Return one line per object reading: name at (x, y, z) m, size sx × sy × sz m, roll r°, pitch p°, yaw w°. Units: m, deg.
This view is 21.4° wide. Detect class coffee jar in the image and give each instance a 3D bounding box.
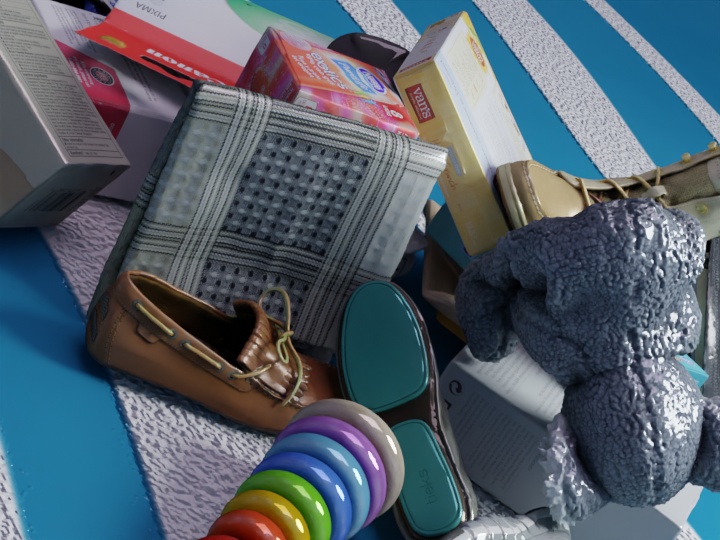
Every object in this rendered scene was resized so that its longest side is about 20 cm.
coffee jar at (-0.001, -0.112, 1.509) m, size 0.085 × 0.104 × 0.200 m, roll 18°, pitch -12°, yaw 3°

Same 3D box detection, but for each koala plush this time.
koala plush at (0.173, 0.067, 1.276) m, size 0.177 × 0.184 × 0.200 m, roll -7°, pitch 75°, yaw -11°

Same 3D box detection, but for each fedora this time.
fedora at (0.259, 0.055, 1.597) m, size 0.091 × 0.201 × 0.201 m, roll 0°, pitch 23°, yaw 12°

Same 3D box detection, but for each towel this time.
towel at (-0.062, -0.020, 1.278) m, size 0.192 × 0.200 × 0.035 m, roll 14°, pitch 29°, yaw -27°

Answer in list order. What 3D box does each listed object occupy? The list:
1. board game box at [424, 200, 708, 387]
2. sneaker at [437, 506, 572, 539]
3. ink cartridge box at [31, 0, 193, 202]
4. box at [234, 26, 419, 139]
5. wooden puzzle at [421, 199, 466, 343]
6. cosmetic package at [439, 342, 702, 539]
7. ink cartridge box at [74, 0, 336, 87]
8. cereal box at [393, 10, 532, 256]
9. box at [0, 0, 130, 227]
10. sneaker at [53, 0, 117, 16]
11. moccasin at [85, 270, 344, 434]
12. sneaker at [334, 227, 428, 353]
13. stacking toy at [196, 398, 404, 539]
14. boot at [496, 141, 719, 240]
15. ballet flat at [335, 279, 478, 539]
board game box at (0.161, 0.026, 1.487) m, size 0.200 × 0.047 × 0.151 m, roll 47°, pitch 16°, yaw 33°
sneaker at (0.107, 0.214, 1.197) m, size 0.116 × 0.075 × 0.200 m, roll 46°, pitch 28°, yaw 22°
ink cartridge box at (-0.166, -0.121, 1.469) m, size 0.200 × 0.084 × 0.145 m, roll 12°, pitch 31°, yaw -35°
box at (-0.057, -0.054, 1.338) m, size 0.103 × 0.200 × 0.095 m, roll 18°, pitch 27°, yaw -29°
wooden puzzle at (0.117, 0.039, 1.532) m, size 0.185 × 0.037 × 0.200 m, roll 38°, pitch 18°, yaw -15°
cosmetic package at (0.143, 0.133, 1.379) m, size 0.200 × 0.071 × 0.101 m, roll 36°, pitch 25°, yaw 8°
ink cartridge box at (-0.112, -0.178, 1.454) m, size 0.161 × 0.050 × 0.200 m, roll 25°, pitch 14°, yaw 4°
cereal box at (0.081, -0.107, 1.424) m, size 0.144 × 0.039 × 0.200 m, roll 66°, pitch 17°, yaw -12°
box at (-0.256, -0.133, 1.320) m, size 0.200 × 0.078 × 0.095 m, roll 58°, pitch 20°, yaw 12°
sneaker at (-0.219, -0.221, 1.611) m, size 0.199 × 0.081 × 0.115 m, roll 2°, pitch 42°, yaw -35°
moccasin at (-0.081, 0.051, 1.264) m, size 0.201 × 0.078 × 0.074 m, roll 26°, pitch 27°, yaw -21°
sneaker at (0.000, 0.000, 1.451) m, size 0.115 × 0.075 × 0.200 m, roll 15°, pitch 27°, yaw -27°
stacking toy at (-0.049, 0.154, 1.136) m, size 0.085 × 0.085 × 0.200 m, roll 36°, pitch 33°, yaw 8°
boot at (0.199, -0.052, 1.381) m, size 0.200 × 0.155 × 0.073 m, roll 31°, pitch 45°, yaw -54°
ballet flat at (0.030, 0.104, 1.275) m, size 0.064 × 0.067 × 0.200 m, roll 68°, pitch 5°, yaw -64°
